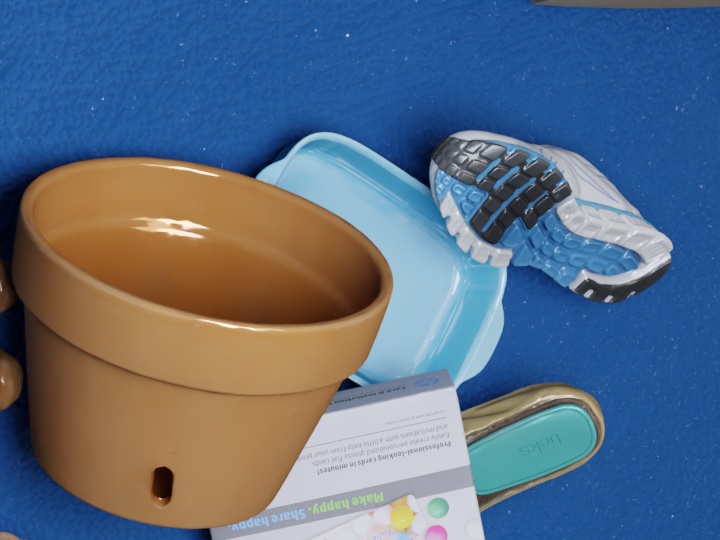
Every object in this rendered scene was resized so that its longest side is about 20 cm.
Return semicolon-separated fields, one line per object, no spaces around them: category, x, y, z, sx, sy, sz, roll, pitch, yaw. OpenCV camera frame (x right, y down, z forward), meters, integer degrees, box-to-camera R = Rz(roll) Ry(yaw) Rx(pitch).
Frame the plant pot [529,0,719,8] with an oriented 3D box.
plant pot;0.221;-0.242;1.547;0.177;0.200;0.200;9;92;-11

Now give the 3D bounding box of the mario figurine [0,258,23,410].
mario figurine;-0.259;0.049;1.363;0.200;0.106;0.124;-12;68;-39

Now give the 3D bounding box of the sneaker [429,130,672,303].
sneaker;0.100;-0.046;1.595;0.075;0.087;0.200;-43;140;18

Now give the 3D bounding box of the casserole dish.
casserole dish;0.000;0.000;1.565;0.200;0.039;0.121;32;79;-31

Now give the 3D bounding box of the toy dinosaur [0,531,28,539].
toy dinosaur;-0.160;0.191;1.430;0.200;0.135;0.086;43;74;-29

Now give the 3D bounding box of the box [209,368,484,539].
box;-0.004;0.171;1.546;0.156;0.041;0.200;-11;105;-3

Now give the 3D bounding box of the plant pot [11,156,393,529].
plant pot;-0.094;0.044;1.421;0.200;0.200;0.140;-1;117;-32

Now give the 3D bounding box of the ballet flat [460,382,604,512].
ballet flat;0.049;0.119;1.592;0.200;0.063;0.069;-19;107;-1
